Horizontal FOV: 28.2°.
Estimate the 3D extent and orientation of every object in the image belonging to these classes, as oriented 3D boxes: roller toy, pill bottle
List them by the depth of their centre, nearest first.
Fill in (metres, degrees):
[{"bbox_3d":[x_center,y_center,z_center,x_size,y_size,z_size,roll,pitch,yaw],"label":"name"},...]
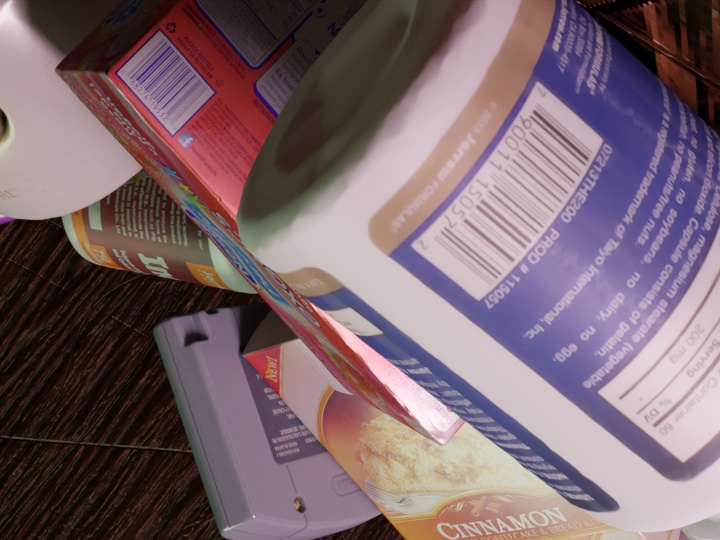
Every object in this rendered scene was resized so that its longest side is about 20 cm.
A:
[{"bbox_3d":[0.071,0.005,0.421,0.199,0.111,0.111,38,179,-19],"label":"pill bottle"},{"bbox_3d":[-0.156,-0.126,0.681,0.139,0.200,0.183,36,-169,-43],"label":"roller toy"},{"bbox_3d":[-0.107,-0.046,1.021,0.198,0.114,0.113,9,165,29],"label":"pill bottle"}]

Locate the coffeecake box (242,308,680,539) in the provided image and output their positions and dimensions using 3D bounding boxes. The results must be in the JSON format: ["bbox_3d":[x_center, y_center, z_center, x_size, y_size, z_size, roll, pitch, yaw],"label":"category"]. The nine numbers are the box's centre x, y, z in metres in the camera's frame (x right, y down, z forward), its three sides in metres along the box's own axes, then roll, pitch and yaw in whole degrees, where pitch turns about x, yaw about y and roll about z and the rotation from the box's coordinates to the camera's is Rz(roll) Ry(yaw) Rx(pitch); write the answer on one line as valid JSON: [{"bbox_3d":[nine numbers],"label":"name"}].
[{"bbox_3d":[0.060,0.075,0.763,0.153,0.073,0.200,-19,119,44],"label":"coffeecake box"}]

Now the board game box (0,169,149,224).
[{"bbox_3d":[-0.179,-0.116,0.936,0.103,0.198,0.106,36,141,56],"label":"board game box"}]

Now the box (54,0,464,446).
[{"bbox_3d":[-0.013,-0.041,0.573,0.200,0.103,0.094,48,169,-23],"label":"box"}]

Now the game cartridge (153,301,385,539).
[{"bbox_3d":[-0.029,0.082,0.815,0.199,0.041,0.135,-4,-105,-58],"label":"game cartridge"}]

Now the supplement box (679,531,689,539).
[{"bbox_3d":[0.299,0.202,0.977,0.199,0.131,0.103,37,178,2],"label":"supplement box"}]
